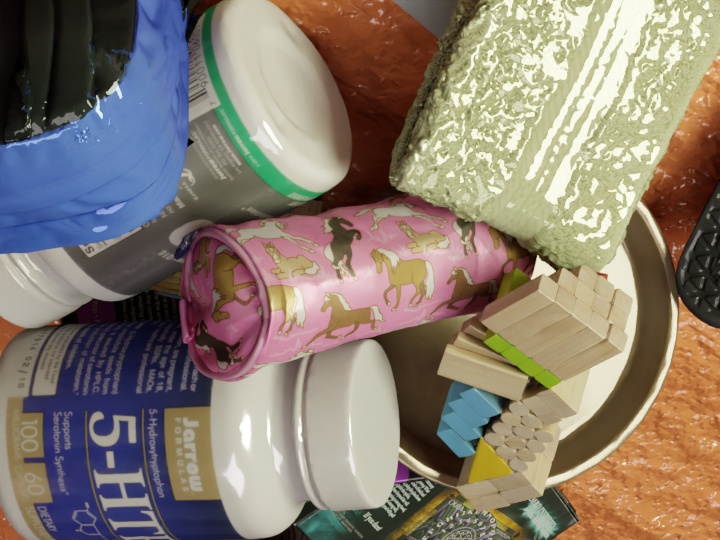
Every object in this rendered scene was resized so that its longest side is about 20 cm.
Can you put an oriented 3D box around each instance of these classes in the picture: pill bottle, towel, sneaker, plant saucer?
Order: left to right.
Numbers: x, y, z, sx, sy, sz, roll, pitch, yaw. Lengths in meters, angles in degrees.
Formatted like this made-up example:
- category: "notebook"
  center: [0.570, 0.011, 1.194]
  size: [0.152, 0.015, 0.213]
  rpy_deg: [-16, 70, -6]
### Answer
- category: "pill bottle"
  center: [-0.114, -0.053, 1.571]
  size: [0.200, 0.113, 0.113]
  rpy_deg: [-27, 132, 24]
- category: "pill bottle"
  center: [-0.087, 0.085, 1.597]
  size: [0.200, 0.120, 0.120]
  rpy_deg: [-4, 139, 17]
- category: "plant saucer"
  center: [0.079, 0.024, 1.654]
  size: [0.200, 0.029, 0.200]
  rpy_deg: [-2, 96, -15]
- category: "towel"
  center: [0.109, -0.106, 1.518]
  size: [0.148, 0.036, 0.200]
  rpy_deg: [26, 94, -27]
- category: "sneaker"
  center: [0.240, -0.054, 1.644]
  size: [0.083, 0.072, 0.200]
  rpy_deg: [-18, 147, -57]

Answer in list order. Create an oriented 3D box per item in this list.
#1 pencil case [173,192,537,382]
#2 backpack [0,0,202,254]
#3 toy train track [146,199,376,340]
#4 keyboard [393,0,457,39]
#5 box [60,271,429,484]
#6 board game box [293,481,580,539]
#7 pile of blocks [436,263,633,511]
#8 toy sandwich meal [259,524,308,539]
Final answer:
- category: "pencil case"
  center: [0.000, 0.000, 1.541]
  size: [0.200, 0.087, 0.083]
  rpy_deg: [-14, 135, -36]
- category: "backpack"
  center: [-0.148, -0.101, 1.404]
  size: [0.162, 0.200, 0.168]
  rpy_deg: [-12, 141, 13]
- category: "toy train track"
  center: [-0.087, 0.006, 1.657]
  size: [0.200, 0.115, 0.033]
  rpy_deg: [12, 180, 4]
- category: "keyboard"
  center: [0.009, -0.176, 1.525]
  size: [0.056, 0.011, 0.200]
  rpy_deg: [-28, 132, 31]
- category: "box"
  center: [-0.064, 0.060, 1.690]
  size: [0.200, 0.143, 0.036]
  rpy_deg: [-7, 180, 6]
- category: "board game box"
  center: [0.045, 0.142, 1.793]
  size: [0.135, 0.028, 0.200]
  rpy_deg: [-35, 146, 1]
- category: "pile of blocks"
  center: [0.083, 0.048, 1.573]
  size: [0.082, 0.062, 0.200]
  rpy_deg: [20, 142, -1]
- category: "toy sandwich meal"
  center: [-0.059, 0.125, 1.798]
  size: [0.205, 0.070, 0.205]
  rpy_deg: [-2, 137, -2]
